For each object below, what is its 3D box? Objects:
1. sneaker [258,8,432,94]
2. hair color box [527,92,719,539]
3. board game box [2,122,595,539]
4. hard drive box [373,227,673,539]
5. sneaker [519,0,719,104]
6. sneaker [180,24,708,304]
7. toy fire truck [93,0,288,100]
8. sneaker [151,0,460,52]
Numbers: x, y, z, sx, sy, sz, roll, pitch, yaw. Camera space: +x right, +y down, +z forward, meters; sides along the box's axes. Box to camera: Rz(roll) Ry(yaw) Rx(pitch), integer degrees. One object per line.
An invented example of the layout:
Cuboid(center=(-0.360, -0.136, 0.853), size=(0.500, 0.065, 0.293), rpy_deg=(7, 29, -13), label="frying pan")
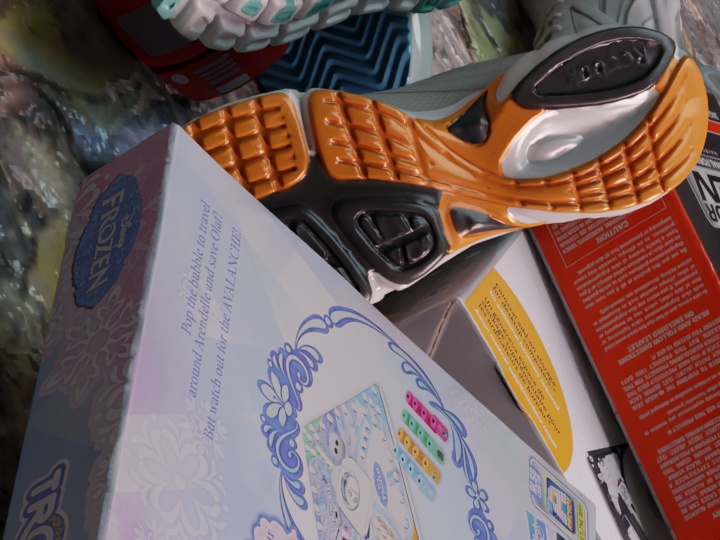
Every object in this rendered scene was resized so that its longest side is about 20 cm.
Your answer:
Cuboid(center=(-0.010, -0.133, 0.979), size=(0.081, 0.076, 0.200), rpy_deg=(21, 49, -58), label="sneaker")
Cuboid(center=(0.131, 0.028, 0.905), size=(0.101, 0.061, 0.200), rpy_deg=(6, 57, -59), label="hair color box")
Cuboid(center=(-0.010, 0.092, 0.665), size=(0.199, 0.043, 0.200), rpy_deg=(44, 33, -31), label="board game box")
Cuboid(center=(0.069, 0.058, 0.932), size=(0.156, 0.077, 0.200), rpy_deg=(59, 23, -8), label="hard drive box")
Cuboid(center=(0.110, -0.099, 1.186), size=(0.099, 0.078, 0.200), rpy_deg=(-4, 40, -23), label="sneaker")
Cuboid(center=(0.012, -0.031, 0.832), size=(0.092, 0.200, 0.076), rpy_deg=(-177, -104, -77), label="sneaker")
Cuboid(center=(-0.088, -0.172, 0.893), size=(0.141, 0.049, 0.200), rpy_deg=(37, 36, -41), label="toy fire truck")
Cuboid(center=(-0.023, -0.133, 0.855), size=(0.091, 0.078, 0.200), rpy_deg=(51, 32, 17), label="sneaker")
